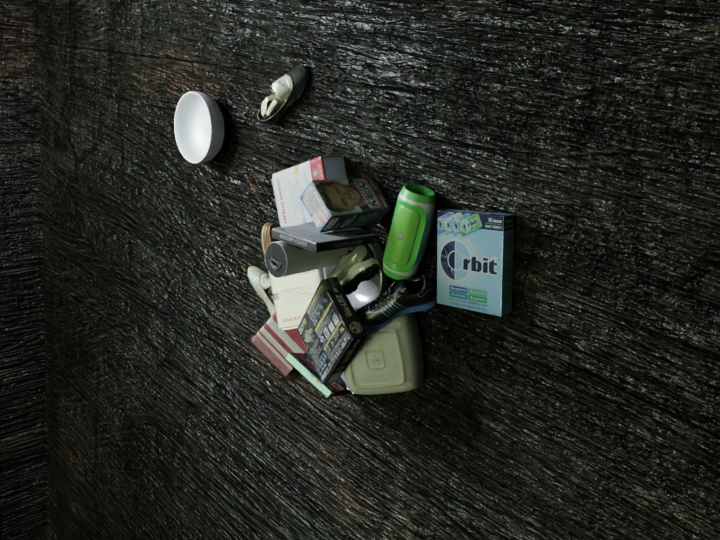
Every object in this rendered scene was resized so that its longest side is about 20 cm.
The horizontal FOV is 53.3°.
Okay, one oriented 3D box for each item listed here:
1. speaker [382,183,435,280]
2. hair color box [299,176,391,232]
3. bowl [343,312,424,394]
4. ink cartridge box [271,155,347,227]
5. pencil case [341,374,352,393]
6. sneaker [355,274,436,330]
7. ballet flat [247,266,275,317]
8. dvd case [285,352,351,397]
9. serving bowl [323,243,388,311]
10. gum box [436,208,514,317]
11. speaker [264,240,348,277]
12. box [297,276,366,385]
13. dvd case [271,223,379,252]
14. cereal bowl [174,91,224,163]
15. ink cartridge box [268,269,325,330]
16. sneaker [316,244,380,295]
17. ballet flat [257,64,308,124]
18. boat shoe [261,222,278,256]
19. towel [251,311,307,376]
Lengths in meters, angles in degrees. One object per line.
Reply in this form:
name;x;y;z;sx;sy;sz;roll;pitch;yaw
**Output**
speaker;0.106;-0.083;1.584;0.088;0.088;0.203;32;120;36
hair color box;-0.031;-0.153;1.626;0.061;0.198;0.101;-47;66;39
bowl;0.039;0.194;1.652;0.196;0.075;0.204;-6;98;18
ink cartridge box;-0.122;-0.193;1.794;0.198;0.082;0.149;-9;92;46
pencil case;-0.044;0.220;1.798;0.199;0.083;0.091;40;92;34
sneaker;0.069;0.065;1.589;0.071;0.197;0.079;-106;-7;-48
ballet flat;-0.243;0.065;1.993;0.062;0.067;0.202;-35;83;33
dvd case;-0.095;0.256;1.770;0.145;0.200;0.022;40;96;16
serving bowl;0.000;0.000;1.722;0.198;0.065;0.204;12;107;44
gum box;0.237;-0.020;1.491;0.168;0.044;0.204;10;106;44
speaker;-0.123;-0.038;1.649;0.080;0.198;0.083;11;107;42
box;-0.070;0.140;1.635;0.163;0.048;0.201;59;142;26
dvd case;-0.077;-0.077;1.595;0.149;0.198;0.025;19;110;41
cereal bowl;-0.458;-0.417;2.092;0.198;0.082;0.204;12;107;44
ink cartridge box;-0.149;0.039;1.835;0.144;0.083;0.204;-10;91;19
sneaker;-0.033;0.005;1.669;0.199;0.073;0.081;-35;64;37
ballet flat;-0.204;-0.444;1.838;0.200;0.068;0.069;-47;66;40
boat shoe;-0.211;-0.033;1.933;0.067;0.071;0.204;-8;99;40
towel;-0.204;0.189;1.965;0.144;0.023;0.200;45;130;0
